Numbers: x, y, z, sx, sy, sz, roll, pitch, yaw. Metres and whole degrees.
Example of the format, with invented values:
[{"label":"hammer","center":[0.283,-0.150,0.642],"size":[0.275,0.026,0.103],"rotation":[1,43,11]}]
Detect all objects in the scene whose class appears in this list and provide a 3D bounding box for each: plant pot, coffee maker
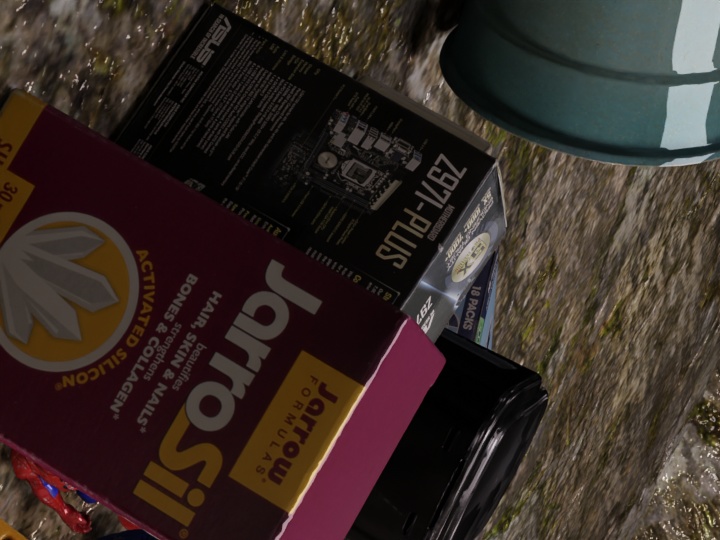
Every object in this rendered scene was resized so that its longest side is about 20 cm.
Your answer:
[{"label":"plant pot","center":[0.160,-0.194,1.416],"size":[0.200,0.199,0.197],"rotation":[-39,146,-52]},{"label":"coffee maker","center":[-0.022,0.071,1.263],"size":[0.192,0.199,0.135],"rotation":[-41,154,-50]}]

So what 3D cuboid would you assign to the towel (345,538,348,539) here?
[{"label":"towel","center":[-0.075,0.228,1.496],"size":[0.031,0.148,0.201],"rotation":[-100,-157,-54]}]

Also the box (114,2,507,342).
[{"label":"box","center":[-0.051,0.006,1.129],"size":[0.201,0.163,0.086],"rotation":[-57,163,-15]}]

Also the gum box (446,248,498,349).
[{"label":"gum box","center":[0.059,0.096,1.748],"size":[0.200,0.044,0.171],"rotation":[90,14,-61]}]

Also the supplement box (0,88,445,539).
[{"label":"supplement box","center":[-0.085,0.036,1.012],"size":[0.132,0.199,0.103],"rotation":[-59,164,-7]}]

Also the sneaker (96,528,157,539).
[{"label":"sneaker","center":[-0.127,0.219,1.232],"size":[0.201,0.076,0.086],"rotation":[-79,161,-48]}]

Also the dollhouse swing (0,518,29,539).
[{"label":"dollhouse swing","center":[-0.193,0.194,1.037],"size":[0.200,0.181,0.176],"rotation":[-53,-177,-22]}]

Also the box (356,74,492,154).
[{"label":"box","center":[0.000,0.000,1.407],"size":[0.078,0.095,0.201],"rotation":[-45,159,-44]}]

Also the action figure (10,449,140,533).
[{"label":"action figure","center":[-0.130,0.102,1.244],"size":[0.065,0.052,0.200],"rotation":[-26,163,6]}]
